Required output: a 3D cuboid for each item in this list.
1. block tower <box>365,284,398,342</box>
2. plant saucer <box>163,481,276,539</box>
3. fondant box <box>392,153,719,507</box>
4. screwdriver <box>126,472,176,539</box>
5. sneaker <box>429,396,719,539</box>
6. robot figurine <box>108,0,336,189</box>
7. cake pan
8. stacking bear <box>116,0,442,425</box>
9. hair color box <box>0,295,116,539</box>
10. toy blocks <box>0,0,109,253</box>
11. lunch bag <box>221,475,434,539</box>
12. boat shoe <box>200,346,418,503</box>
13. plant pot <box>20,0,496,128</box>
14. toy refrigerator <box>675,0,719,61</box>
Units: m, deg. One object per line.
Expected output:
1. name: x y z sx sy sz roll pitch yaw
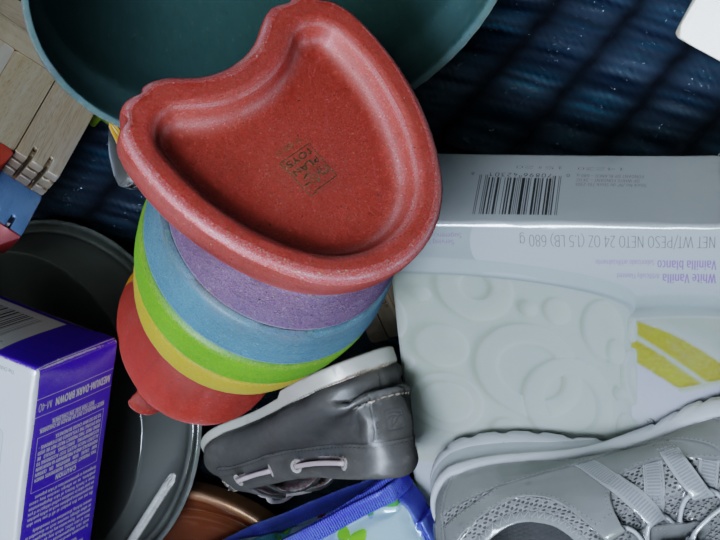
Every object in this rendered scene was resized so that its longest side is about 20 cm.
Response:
1. block tower: 0.000 0.000 0.771 0.198 0.058 0.054 -12 124 22
2. plant saucer: -0.094 0.213 0.873 0.199 0.032 0.202 4 104 18
3. fondant box: 0.095 0.045 0.713 0.143 0.058 0.201 1 127 12
4. screwdriver: -0.137 0.166 0.813 0.028 0.029 0.200 49 135 18
5. sneaker: 0.125 0.112 0.668 0.198 0.082 0.075 -11 124 18
6. robot figurine: -0.049 -0.110 0.748 0.144 0.058 0.202 20 91 13
7. cake pan: -0.177 0.074 0.842 0.199 0.037 0.202 3 96 28
8. stacking bear: -0.051 0.001 0.657 0.114 0.121 0.200 48 146 7
9. hair color box: -0.184 0.113 0.723 0.109 0.065 0.202 19 108 23
10. toy blocks: -0.217 -0.081 0.760 0.199 0.137 0.100 33 147 -18
11. lunch bag: -0.020 0.209 0.762 0.199 0.127 0.171 -28 93 22
12. boat shoe: -0.028 0.090 0.752 0.200 0.066 0.057 -38 69 62
13. plant pot: -0.048 -0.168 0.639 0.200 0.200 0.135 -34 53 22
14. toy refrigerator: 0.215 -0.176 0.656 0.070 0.076 0.201 30 109 9
